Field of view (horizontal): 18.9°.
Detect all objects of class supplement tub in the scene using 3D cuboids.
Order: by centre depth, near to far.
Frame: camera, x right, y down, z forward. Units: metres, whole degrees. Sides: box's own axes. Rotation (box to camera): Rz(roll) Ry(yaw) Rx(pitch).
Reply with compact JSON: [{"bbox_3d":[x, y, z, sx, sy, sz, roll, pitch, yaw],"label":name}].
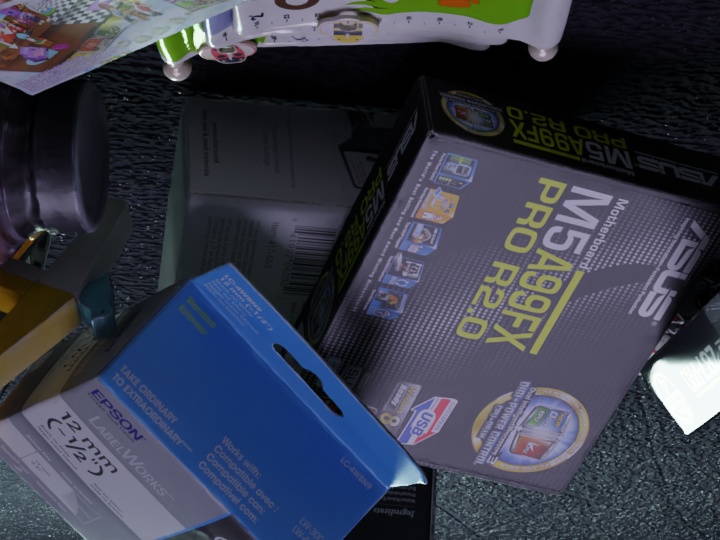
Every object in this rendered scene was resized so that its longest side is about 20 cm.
[{"bbox_3d":[-0.220,-0.053,1.008,0.198,0.108,0.107,0,166,5],"label":"supplement tub"}]

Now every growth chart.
[{"bbox_3d":[-0.002,-0.115,0.919,0.198,0.018,0.145,-1,165,9],"label":"growth chart"}]

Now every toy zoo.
[{"bbox_3d":[-0.202,-0.005,1.048,0.199,0.131,0.021,18,139,25],"label":"toy zoo"}]

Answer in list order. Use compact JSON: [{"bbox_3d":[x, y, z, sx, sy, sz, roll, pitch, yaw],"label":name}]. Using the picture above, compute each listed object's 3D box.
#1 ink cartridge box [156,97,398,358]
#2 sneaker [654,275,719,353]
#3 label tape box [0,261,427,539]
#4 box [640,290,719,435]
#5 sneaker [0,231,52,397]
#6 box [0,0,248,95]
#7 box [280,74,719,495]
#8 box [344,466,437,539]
[{"bbox_3d":[0.000,0.000,1.107,0.198,0.086,0.147,3,131,-11],"label":"ink cartridge box"},{"bbox_3d":[0.262,0.028,1.356,0.198,0.081,0.075,12,129,0],"label":"sneaker"},{"bbox_3d":[-0.080,0.088,1.048,0.143,0.066,0.200,47,147,-14],"label":"label tape box"},{"bbox_3d":[0.235,-0.010,1.025,0.199,0.049,0.161,-35,170,-14],"label":"box"},{"bbox_3d":[-0.198,0.012,1.101,0.078,0.201,0.078,6,136,15],"label":"sneaker"},{"bbox_3d":[-0.124,-0.128,0.809,0.136,0.039,0.199,22,157,-36],"label":"box"},{"bbox_3d":[0.064,0.013,1.040,0.159,0.044,0.201,15,128,-18],"label":"box"},{"bbox_3d":[-0.022,0.158,1.624,0.123,0.198,0.200,5,165,-12],"label":"box"}]
